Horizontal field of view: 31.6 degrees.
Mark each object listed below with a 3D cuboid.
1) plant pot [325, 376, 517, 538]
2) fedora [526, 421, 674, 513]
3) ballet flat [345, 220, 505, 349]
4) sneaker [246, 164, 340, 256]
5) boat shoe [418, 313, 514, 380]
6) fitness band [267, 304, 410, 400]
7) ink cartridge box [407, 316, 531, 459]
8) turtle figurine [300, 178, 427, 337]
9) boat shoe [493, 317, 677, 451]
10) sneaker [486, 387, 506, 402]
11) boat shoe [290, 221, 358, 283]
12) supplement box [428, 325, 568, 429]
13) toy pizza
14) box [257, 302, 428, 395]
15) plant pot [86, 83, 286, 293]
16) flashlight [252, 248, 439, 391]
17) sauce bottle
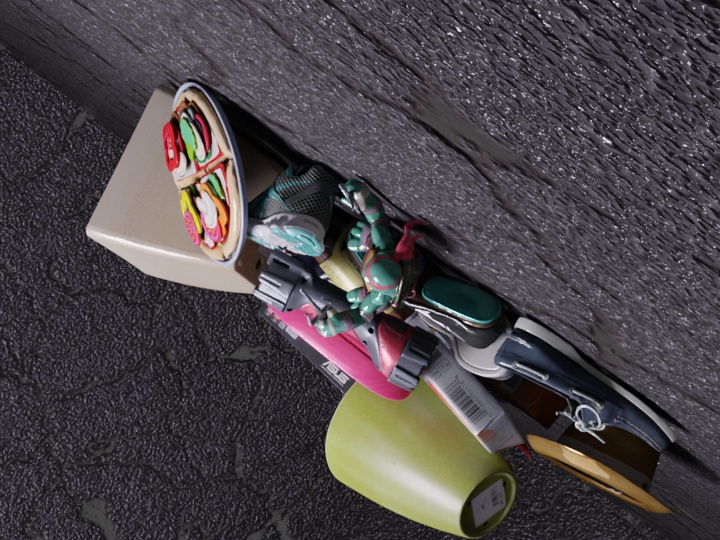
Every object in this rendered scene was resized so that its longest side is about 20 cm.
[{"bbox_3d":[0.090,0.231,1.550,0.200,0.187,0.187,33,175,44],"label":"plant pot"},{"bbox_3d":[0.291,0.212,1.487,0.200,0.082,0.201,27,173,4],"label":"fedora"},{"bbox_3d":[0.063,0.024,1.342,0.200,0.068,0.068,35,150,24],"label":"ballet flat"},{"bbox_3d":[-0.072,-0.067,1.338,0.077,0.091,0.200,28,171,-25],"label":"sneaker"},{"bbox_3d":[0.130,0.074,1.402,0.060,0.074,0.200,38,178,-29],"label":"boat shoe"},{"bbox_3d":[-0.022,0.078,1.445,0.200,0.037,0.144,37,-171,7],"label":"fitness band"},{"bbox_3d":[0.121,0.153,1.508,0.162,0.050,0.200,48,174,29],"label":"ink cartridge box"},{"bbox_3d":[0.008,-0.002,1.217,0.100,0.150,0.200,19,180,3],"label":"turtle figurine"},{"bbox_3d":[0.225,0.126,1.279,0.200,0.062,0.075,36,174,-6],"label":"boat shoe"},{"bbox_3d":[0.144,0.130,1.678,0.200,0.076,0.114,9,174,-17],"label":"sneaker"},{"bbox_3d":[0.000,0.000,1.490,0.200,0.093,0.075,32,174,46],"label":"boat shoe"},{"bbox_3d":[0.169,0.114,1.572,0.200,0.069,0.067,36,174,45],"label":"supplement box"},{"bbox_3d":[-0.173,-0.101,1.365,0.200,0.032,0.201,41,138,51],"label":"toy pizza"},{"bbox_3d":[-0.018,0.052,1.639,0.200,0.158,0.048,41,-178,37],"label":"box"},{"bbox_3d":[-0.178,-0.077,1.546,0.177,0.200,0.200,22,171,18],"label":"plant pot"},{"bbox_3d":[-0.017,0.054,1.349,0.200,0.068,0.068,27,167,3],"label":"flashlight"},{"bbox_3d":[-0.018,-0.020,1.405,0.200,0.066,0.066,51,175,-3],"label":"sauce bottle"}]
